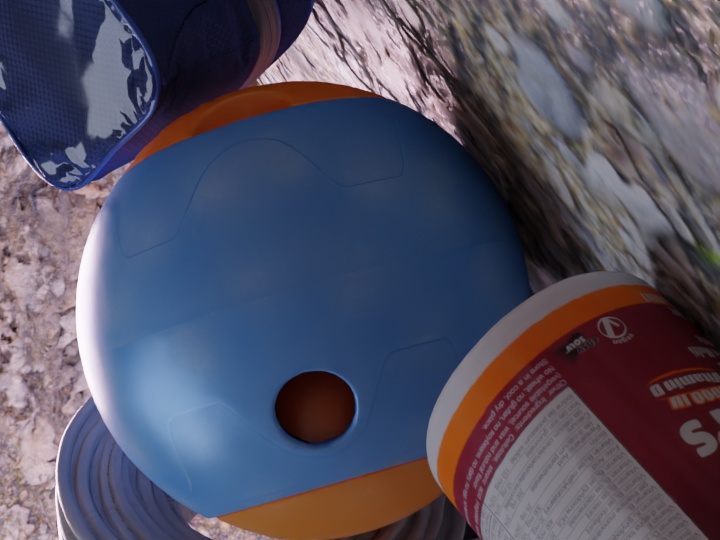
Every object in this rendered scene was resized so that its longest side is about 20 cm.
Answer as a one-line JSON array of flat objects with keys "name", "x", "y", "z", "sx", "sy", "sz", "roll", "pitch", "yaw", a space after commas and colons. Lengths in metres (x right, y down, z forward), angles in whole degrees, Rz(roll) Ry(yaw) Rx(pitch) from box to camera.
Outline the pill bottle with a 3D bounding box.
[{"name": "pill bottle", "x": 0.118, "y": 0.101, "z": 0.610, "sx": 0.200, "sy": 0.109, "sz": 0.110, "roll": 49, "pitch": 171, "yaw": 35}]

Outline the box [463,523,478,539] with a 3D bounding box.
[{"name": "box", "x": 0.113, "y": 0.267, "z": 1.013, "sx": 0.117, "sy": 0.197, "sz": 0.200, "roll": 4, "pitch": 150, "yaw": 19}]

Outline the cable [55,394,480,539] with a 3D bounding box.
[{"name": "cable", "x": -0.050, "y": 0.120, "z": 0.875, "sx": 0.200, "sy": 0.199, "sz": 0.069, "roll": 46, "pitch": 141, "yaw": 39}]

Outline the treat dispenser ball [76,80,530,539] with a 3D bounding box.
[{"name": "treat dispenser ball", "x": -0.024, "y": 0.018, "z": 0.790, "sx": 0.201, "sy": 0.201, "sz": 0.201, "roll": 53, "pitch": 173, "yaw": 9}]

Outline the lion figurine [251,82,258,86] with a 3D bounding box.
[{"name": "lion figurine", "x": -0.100, "y": -0.151, "z": 1.019, "sx": 0.200, "sy": 0.072, "sz": 0.123, "roll": 59, "pitch": -152, "yaw": -84}]

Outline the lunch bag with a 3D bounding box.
[{"name": "lunch bag", "x": -0.127, "y": -0.159, "z": 0.862, "sx": 0.136, "sy": 0.132, "sz": 0.200, "roll": -31, "pitch": 93, "yaw": 49}]
